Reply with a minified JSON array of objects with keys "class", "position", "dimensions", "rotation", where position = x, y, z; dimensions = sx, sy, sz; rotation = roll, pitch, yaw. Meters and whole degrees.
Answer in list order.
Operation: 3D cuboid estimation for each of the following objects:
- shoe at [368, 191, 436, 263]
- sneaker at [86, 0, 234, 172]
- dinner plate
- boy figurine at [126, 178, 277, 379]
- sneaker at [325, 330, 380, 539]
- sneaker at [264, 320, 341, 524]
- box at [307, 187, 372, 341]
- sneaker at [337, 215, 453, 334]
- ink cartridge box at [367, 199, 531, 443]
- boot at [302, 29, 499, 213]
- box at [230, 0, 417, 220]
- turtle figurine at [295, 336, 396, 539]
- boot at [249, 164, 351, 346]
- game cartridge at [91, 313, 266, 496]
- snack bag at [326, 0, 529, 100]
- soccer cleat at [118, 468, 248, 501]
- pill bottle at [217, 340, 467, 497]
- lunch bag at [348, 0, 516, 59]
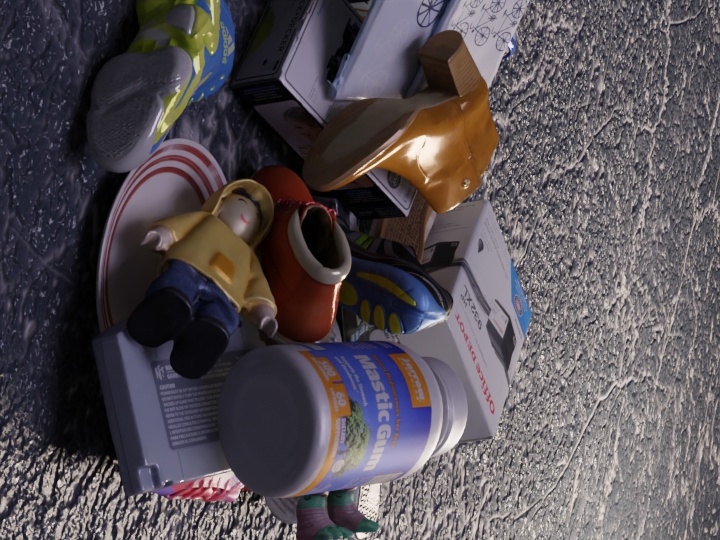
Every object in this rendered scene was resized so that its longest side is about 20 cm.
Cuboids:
[{"class":"shoe","position":[0.045,-0.073,1.475],"dimensions":[0.053,0.069,0.202],"rotation":[-46,-161,55]},{"class":"sneaker","position":[-0.135,-0.143,1.160],"dimensions":[0.105,0.075,0.202],"rotation":[57,46,-55]},{"class":"dinner plate","position":[-0.155,-0.003,1.217],"dimensions":[0.200,0.024,0.203],"rotation":[-29,123,-58]},{"class":"boy figurine","position":[-0.108,0.001,1.174],"dimensions":[0.124,0.064,0.201],"rotation":[40,32,-10]},{"class":"sneaker","position":[-0.020,0.149,1.464],"dimensions":[0.073,0.084,0.203],"rotation":[-3,105,-59]},{"class":"sneaker","position":[-0.061,0.132,1.421],"dimensions":[0.082,0.073,0.203],"rotation":[117,-17,-75]},{"class":"box","position":[0.006,-0.029,1.515],"dimensions":[0.200,0.049,0.160],"rotation":[-36,129,-56]},{"class":"sneaker","position":[0.000,0.000,1.357],"dimensions":[0.082,0.199,0.071],"rotation":[5,112,-50]},{"class":"ink cartridge box","position":[0.090,0.049,1.488],"dimensions":[0.146,0.083,0.201],"rotation":[67,28,-27]},{"class":"boot","position":[0.045,-0.095,1.336],"dimensions":[0.201,0.070,0.145],"rotation":[-45,137,-20]},{"class":"box","position":[-0.016,-0.149,1.363],"dimensions":[0.200,0.060,0.118],"rotation":[44,56,-40]},{"class":"turtle figurine","position":[-0.027,0.126,1.332],"dimensions":[0.149,0.100,0.203],"rotation":[0,84,-47]},{"class":"boot","position":[-0.049,-0.033,1.265],"dimensions":[0.201,0.074,0.108],"rotation":[-106,-152,-43]},{"class":"game cartridge","position":[-0.127,0.092,1.184],"dimensions":[0.199,0.040,0.135],"rotation":[-1,80,-61]},{"class":"snack bag","position":[0.075,-0.222,1.336],"dimensions":[0.199,0.021,0.190],"rotation":[0,123,-50]},{"class":"soccer cleat","position":[-0.128,0.161,1.266],"dimensions":[0.200,0.066,0.078],"rotation":[-14,95,-68]},{"class":"pill bottle","position":[-0.006,0.111,1.205],"dimensions":[0.199,0.111,0.114],"rotation":[0,97,-49]},{"class":"lunch bag","position":[0.061,-0.255,1.438],"dimensions":[0.200,0.158,0.077],"rotation":[33,63,-62]}]
